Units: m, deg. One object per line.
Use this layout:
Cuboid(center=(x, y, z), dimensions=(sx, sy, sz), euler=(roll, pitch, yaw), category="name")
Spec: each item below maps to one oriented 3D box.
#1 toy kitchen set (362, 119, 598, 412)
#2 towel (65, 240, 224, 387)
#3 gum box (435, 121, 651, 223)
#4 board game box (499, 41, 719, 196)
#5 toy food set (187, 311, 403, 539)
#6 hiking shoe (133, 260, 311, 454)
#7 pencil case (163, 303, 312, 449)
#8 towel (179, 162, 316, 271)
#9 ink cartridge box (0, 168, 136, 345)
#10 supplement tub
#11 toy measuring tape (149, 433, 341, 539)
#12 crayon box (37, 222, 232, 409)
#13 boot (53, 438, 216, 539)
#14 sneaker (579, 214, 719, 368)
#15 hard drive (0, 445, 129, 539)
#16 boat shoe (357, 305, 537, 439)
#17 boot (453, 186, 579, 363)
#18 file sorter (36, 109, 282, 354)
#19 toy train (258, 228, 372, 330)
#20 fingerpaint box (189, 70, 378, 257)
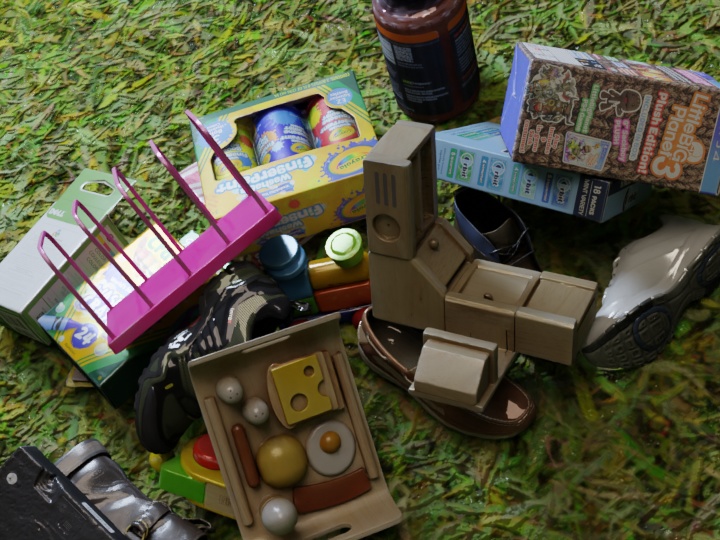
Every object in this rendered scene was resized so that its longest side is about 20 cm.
Cuboid(center=(0.093, -0.002, 1.040), dimensions=(0.198, 0.182, 0.163), euler=(12, 38, 23), category="toy kitchen set")
Cuboid(center=(-0.229, 0.049, 1.287), dimensions=(0.142, 0.023, 0.201), euler=(4, 56, 19), category="towel")
Cuboid(center=(0.183, -0.105, 1.209), dimensions=(0.198, 0.045, 0.170), euler=(16, 18, 25), category="gum box")
Cuboid(center=(0.246, -0.152, 1.149), dimensions=(0.198, 0.098, 0.160), euler=(10, 17, 0), category="board game box")
Cuboid(center=(-0.056, 0.151, 1.042), dimensions=(0.142, 0.202, 0.060), euler=(-18, 8, -13), category="toy food set")
Cuboid(center=(-0.131, 0.092, 1.088), dimensions=(0.100, 0.076, 0.201), euler=(31, 89, 29), category="hiking shoe")
Cuboid(center=(-0.101, 0.111, 1.160), dimensions=(0.199, 0.085, 0.093), euler=(28, 103, 28), category="pencil case")
Cuboid(center=(-0.111, -0.098, 1.356), dimensions=(0.146, 0.030, 0.200), euler=(-36, 53, -13), category="towel")
Cuboid(center=(-0.329, -0.019, 1.325), dimensions=(0.103, 0.059, 0.201), euler=(14, 58, 42), category="ink cartridge box")
Cuboid(center=(0.073, -0.269, 1.321), dimensions=(0.106, 0.201, 0.108), euler=(-7, 53, 9), category="supplement tub")
Cuboid(center=(-0.106, 0.202, 1.120), dimensions=(0.198, 0.074, 0.074), euler=(17, 60, 9), category="toy measuring tape")
Cuboid(center=(-0.226, 0.034, 1.250), dimensions=(0.200, 0.052, 0.125), euler=(-42, 55, -17), category="crayon box")
Cuboid(center=(-0.255, 0.271, 1.107), dimensions=(0.174, 0.069, 0.200), euler=(37, 78, 25), category="boot")
Cuboid(center=(0.277, 0.020, 1.148), dimensions=(0.200, 0.075, 0.087), euler=(-39, 42, -22), category="sneaker")
Cuboid(center=(-0.319, 0.280, 1.071), dimensions=(0.139, 0.038, 0.200), euler=(39, 91, 13), category="hard drive")
Cuboid(center=(0.077, 0.095, 1.131), dimensions=(0.199, 0.072, 0.076), euler=(25, 65, 23), category="boat shoe")
Cuboid(center=(0.146, 0.002, 1.168), dimensions=(0.074, 0.097, 0.200), euler=(-32, 52, -9), category="boot")
Cuboid(center=(-0.198, -0.045, 1.134), dimensions=(0.200, 0.126, 0.139), euler=(-39, 17, -3), category="file sorter")
Cuboid(center=(0.000, 0.000, 1.199), dimensions=(0.198, 0.116, 0.085), euler=(-11, 53, 8), category="toy train")
Cuboid(center=(-0.078, -0.119, 1.301), dimensions=(0.198, 0.074, 0.168), euler=(-17, 50, 0), category="fingerpaint box")
